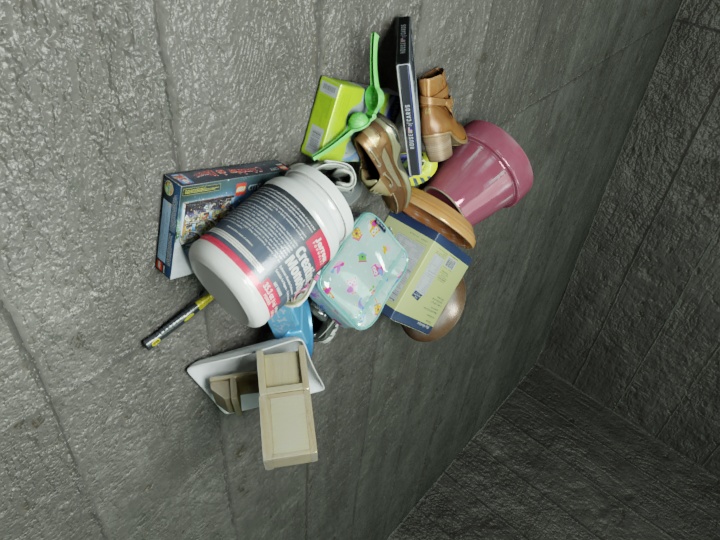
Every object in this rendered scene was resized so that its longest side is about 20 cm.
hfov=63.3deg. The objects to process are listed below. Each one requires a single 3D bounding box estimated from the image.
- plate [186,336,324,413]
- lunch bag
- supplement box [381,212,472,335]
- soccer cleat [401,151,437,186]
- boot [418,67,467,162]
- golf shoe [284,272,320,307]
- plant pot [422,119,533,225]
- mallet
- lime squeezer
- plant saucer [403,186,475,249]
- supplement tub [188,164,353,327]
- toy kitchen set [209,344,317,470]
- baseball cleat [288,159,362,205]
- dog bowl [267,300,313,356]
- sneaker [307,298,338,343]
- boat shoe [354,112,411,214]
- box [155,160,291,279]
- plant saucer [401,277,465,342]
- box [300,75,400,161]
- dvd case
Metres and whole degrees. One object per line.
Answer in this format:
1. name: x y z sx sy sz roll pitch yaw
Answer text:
1. plate: -0.177 0.181 1.026 0.197 0.033 0.201 -15 144 0
2. lunch bag: 0.000 0.000 1.087 0.161 0.077 0.201 46 64 -24
3. supplement box: 0.112 0.007 1.282 0.199 0.134 0.202 27 95 -55
4. soccer cleat: 0.104 -0.198 1.129 0.199 0.083 0.066 -18 100 -49
5. boot: 0.159 -0.313 1.134 0.200 0.073 0.157 -59 141 -60
6. golf shoe: -0.091 -0.014 0.927 0.093 0.071 0.202 85 8 -47
7. plant pot: 0.238 -0.188 1.256 0.179 0.200 0.201 -42 149 -14
8. mallet: -0.240 0.043 0.874 0.199 0.041 0.066 -36 147 -29
9. lime squeezer: -0.002 -0.243 0.874 0.070 0.038 0.202 14 107 -59
10. plant saucer: 0.150 -0.111 1.177 0.038 0.199 0.200 -58 152 0
11. supplement tub: -0.118 -0.036 0.796 0.200 0.140 0.141 -44 149 -23
12. toy kitchen set: -0.159 0.253 0.950 0.160 0.182 0.201 -6 144 -8
13. baseball cleat: -0.034 -0.137 0.948 0.199 0.105 0.071 -10 98 -56
14. dog bowl: -0.125 0.077 1.025 0.201 0.049 0.113 76 8 -53
15. sneaker: -0.061 0.060 1.145 0.090 0.066 0.202 -4 123 -61
16. boat shoe: 0.030 -0.167 0.975 0.074 0.076 0.201 -39 142 -15
17. box: -0.190 -0.077 0.830 0.199 0.037 0.138 -21 135 -49
18. plant saucer: 0.159 0.068 1.394 0.036 0.200 0.202 27 94 -42
19. box: -0.004 -0.242 0.960 0.199 0.047 0.123 -13 129 -52
20. dvd case: 0.081 -0.281 0.952 0.202 0.024 0.152 78 12 -46
